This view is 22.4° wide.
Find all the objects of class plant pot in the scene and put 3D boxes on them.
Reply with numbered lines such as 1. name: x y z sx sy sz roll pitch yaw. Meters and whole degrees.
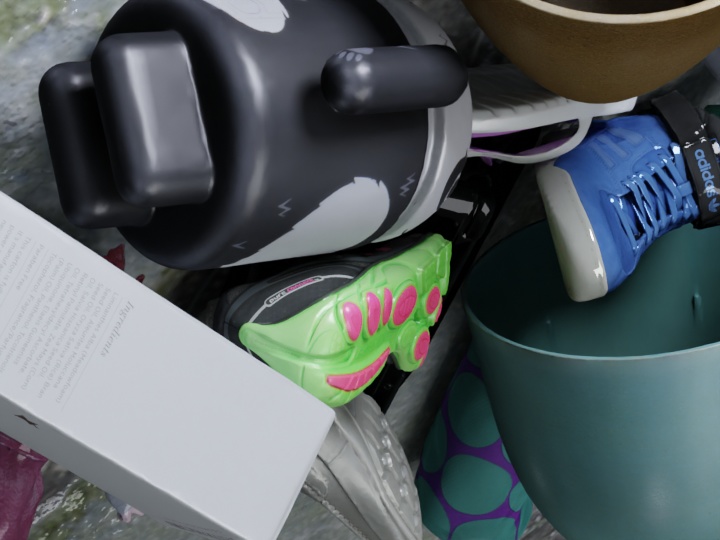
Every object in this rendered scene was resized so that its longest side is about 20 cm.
1. plant pot: 0.166 0.071 1.042 0.200 0.200 0.162 -24 119 -28
2. plant pot: 0.113 -0.157 0.842 0.186 0.187 0.200 -37 164 -8

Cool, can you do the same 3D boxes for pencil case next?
1. pencil case: 0.102 0.092 1.209 0.092 0.085 0.201 -5 135 -30

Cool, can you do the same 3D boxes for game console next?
1. game console: 0.000 0.000 1.040 0.175 0.117 0.200 13 124 -20

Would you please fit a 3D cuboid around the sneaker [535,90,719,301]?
1. sneaker: 0.158 -0.045 0.998 0.111 0.077 0.200 -14 -167 10

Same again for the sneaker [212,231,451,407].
1. sneaker: -0.010 0.012 0.882 0.200 0.083 0.077 -12 120 -71

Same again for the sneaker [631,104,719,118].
1. sneaker: 0.259 -0.070 1.142 0.199 0.075 0.088 0 162 9

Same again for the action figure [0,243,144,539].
1. action figure: -0.171 0.070 0.886 0.148 0.134 0.201 27 97 -14

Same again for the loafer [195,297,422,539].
1. loafer: -0.029 0.088 0.990 0.070 0.070 0.200 -25 121 16

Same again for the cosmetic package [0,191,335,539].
1. cosmetic package: -0.121 0.040 0.768 0.200 0.101 0.071 35 72 -27

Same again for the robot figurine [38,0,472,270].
1. robot figurine: -0.041 -0.064 0.804 0.199 0.150 0.125 -9 123 -43

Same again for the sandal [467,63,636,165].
1. sandal: 0.081 -0.078 0.963 0.202 0.082 0.050 -11 114 -43

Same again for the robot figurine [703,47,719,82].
1. robot figurine: 0.264 -0.171 1.035 0.170 0.113 0.200 -38 159 -58
